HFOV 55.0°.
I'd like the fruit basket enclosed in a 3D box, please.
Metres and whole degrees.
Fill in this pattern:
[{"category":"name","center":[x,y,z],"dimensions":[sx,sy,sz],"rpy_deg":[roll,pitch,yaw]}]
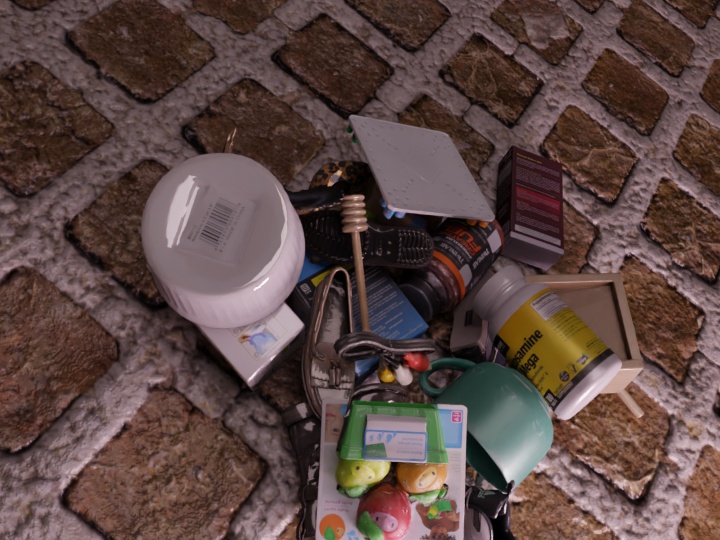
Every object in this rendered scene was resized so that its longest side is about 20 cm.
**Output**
[{"category":"fruit basket","center":[0.038,0.260,0.829],"dimensions":[0.180,0.094,0.205],"rpy_deg":[4,79,-2]}]

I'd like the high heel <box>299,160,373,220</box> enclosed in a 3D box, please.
[{"category":"high heel","center":[-0.045,-0.088,1.070],"dimensions":[0.196,0.072,0.145],"rpy_deg":[-20,63,-11]}]

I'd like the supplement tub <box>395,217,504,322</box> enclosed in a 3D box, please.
[{"category":"supplement tub","center":[0.137,-0.008,1.079],"dimensions":[0.107,0.107,0.200],"rpy_deg":[41,56,6]}]

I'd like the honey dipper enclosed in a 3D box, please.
[{"category":"honey dipper","center":[0.000,0.000,0.948],"dimensions":[0.037,0.038,0.205],"rpy_deg":[-6,87,-23]}]

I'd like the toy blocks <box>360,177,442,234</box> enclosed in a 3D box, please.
[{"category":"toy blocks","center":[0.075,-0.109,1.120],"dimensions":[0.135,0.100,0.202],"rpy_deg":[31,39,-11]}]

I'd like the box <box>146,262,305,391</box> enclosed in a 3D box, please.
[{"category":"box","center":[-0.173,0.045,0.915],"dimensions":[0.101,0.113,0.200],"rpy_deg":[-42,82,-14]}]

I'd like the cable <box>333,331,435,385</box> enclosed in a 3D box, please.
[{"category":"cable","center":[0.041,0.112,0.886],"dimensions":[0.095,0.199,0.051],"rpy_deg":[-24,69,16]}]

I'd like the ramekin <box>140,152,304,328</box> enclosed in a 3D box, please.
[{"category":"ramekin","center":[-0.165,-0.040,0.830],"dimensions":[0.195,0.098,0.206],"rpy_deg":[1,75,-3]}]

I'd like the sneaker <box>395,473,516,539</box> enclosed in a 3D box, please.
[{"category":"sneaker","center":[0.136,0.285,0.887],"dimensions":[0.077,0.139,0.202],"rpy_deg":[-20,75,-52]}]

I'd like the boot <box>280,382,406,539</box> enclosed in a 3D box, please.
[{"category":"boot","center":[-0.009,0.251,0.913],"dimensions":[0.196,0.069,0.178],"rpy_deg":[-11,72,-21]}]

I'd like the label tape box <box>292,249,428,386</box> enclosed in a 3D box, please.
[{"category":"label tape box","center":[-0.018,0.051,1.013],"dimensions":[0.143,0.064,0.201],"rpy_deg":[-28,72,-31]}]

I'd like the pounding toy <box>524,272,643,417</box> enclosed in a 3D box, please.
[{"category":"pounding toy","center":[0.350,0.121,1.083],"dimensions":[0.194,0.143,0.188],"rpy_deg":[-1,61,-1]}]

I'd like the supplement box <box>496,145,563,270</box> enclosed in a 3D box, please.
[{"category":"supplement box","center":[0.300,-0.113,1.228],"dimensions":[0.106,0.061,0.204],"rpy_deg":[17,58,-12]}]

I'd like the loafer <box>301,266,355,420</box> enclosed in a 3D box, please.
[{"category":"loafer","center":[-0.038,0.092,0.907],"dimensions":[0.070,0.063,0.204],"rpy_deg":[7,60,-13]}]

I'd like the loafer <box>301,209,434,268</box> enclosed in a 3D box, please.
[{"category":"loafer","center":[0.006,-0.037,1.005],"dimensions":[0.195,0.071,0.075],"rpy_deg":[13,88,-1]}]

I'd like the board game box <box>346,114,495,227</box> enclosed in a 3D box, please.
[{"category":"board game box","center":[0.089,-0.150,1.062],"dimensions":[0.196,0.026,0.203],"rpy_deg":[3,48,-31]}]

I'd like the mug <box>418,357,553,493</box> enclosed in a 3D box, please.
[{"category":"mug","center":[0.176,0.189,0.938],"dimensions":[0.114,0.152,0.186],"rpy_deg":[-38,94,-14]}]

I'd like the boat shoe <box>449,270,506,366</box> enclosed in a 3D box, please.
[{"category":"boat shoe","center":[0.189,0.092,1.076],"dimensions":[0.094,0.073,0.202],"rpy_deg":[58,34,-25]}]

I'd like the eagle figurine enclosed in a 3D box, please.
[{"category":"eagle figurine","center":[-0.135,-0.076,0.961],"dimensions":[0.197,0.154,0.151],"rpy_deg":[29,39,10]}]

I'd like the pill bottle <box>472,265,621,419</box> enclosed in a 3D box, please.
[{"category":"pill bottle","center":[0.249,0.093,0.953],"dimensions":[0.111,0.114,0.201],"rpy_deg":[-26,61,-30]}]
